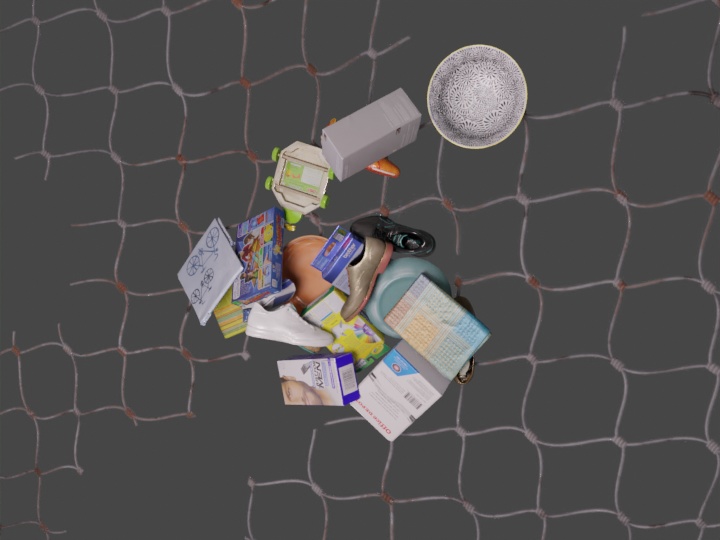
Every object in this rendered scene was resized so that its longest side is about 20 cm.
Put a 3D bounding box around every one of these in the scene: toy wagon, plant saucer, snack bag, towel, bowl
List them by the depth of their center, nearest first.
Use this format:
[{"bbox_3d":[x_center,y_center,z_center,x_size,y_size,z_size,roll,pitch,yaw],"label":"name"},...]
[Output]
[{"bbox_3d":[0.242,-0.353,1.356,0.199,0.094,0.203,3,100,14],"label":"bowl"},{"bbox_3d":[0.165,0.121,1.423,0.200,0.022,0.147,41,107,7],"label":"towel"},{"bbox_3d":[0.107,0.071,1.465,0.198,0.036,0.202,-1,112,-1],"label":"plant saucer"},{"bbox_3d":[-0.142,-0.192,1.519,0.154,0.040,0.202,19,105,12],"label":"toy wagon"},{"bbox_3d":[-0.107,0.015,1.547,0.198,0.037,0.202,3,101,16],"label":"plant saucer"},{"bbox_3d":[-0.354,0.000,1.560,0.189,0.021,0.200,-52,48,16],"label":"snack bag"},{"bbox_3d":[-0.336,0.062,1.630,0.085,0.018,0.202,-22,93,13],"label":"towel"}]

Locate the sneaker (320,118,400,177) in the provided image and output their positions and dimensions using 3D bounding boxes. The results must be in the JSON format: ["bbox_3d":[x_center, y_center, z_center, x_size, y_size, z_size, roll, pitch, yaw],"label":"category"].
[{"bbox_3d":[0.006,-0.269,1.450,0.199,0.073,0.078,32,96,5],"label":"sneaker"}]

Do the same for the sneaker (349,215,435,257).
[{"bbox_3d":[0.068,-0.080,1.457,0.198,0.079,0.076,11,93,13],"label":"sneaker"}]

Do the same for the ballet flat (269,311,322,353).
[{"bbox_3d":[-0.162,0.129,1.531,0.199,0.071,0.066,27,106,-33],"label":"ballet flat"}]

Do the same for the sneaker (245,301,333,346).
[{"bbox_3d":[-0.149,0.118,1.458,0.198,0.075,0.089,12,84,-17],"label":"sneaker"}]

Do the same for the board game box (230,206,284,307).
[{"bbox_3d":[-0.233,-0.031,1.494,0.135,0.034,0.202,-20,59,36],"label":"board game box"}]

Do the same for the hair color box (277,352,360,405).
[{"bbox_3d":[-0.100,0.253,1.529,0.199,0.064,0.110,-10,91,44],"label":"hair color box"}]

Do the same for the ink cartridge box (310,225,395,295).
[{"bbox_3d":[0.000,0.000,1.471,0.199,0.042,0.120,33,107,-19],"label":"ink cartridge box"}]

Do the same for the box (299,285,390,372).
[{"bbox_3d":[-0.032,0.138,1.521,0.117,0.048,0.200,-37,105,19],"label":"box"}]

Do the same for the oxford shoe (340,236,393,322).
[{"bbox_3d":[-0.005,0.016,1.420,0.074,0.071,0.201,23,102,-17],"label":"oxford shoe"}]

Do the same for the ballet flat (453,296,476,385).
[{"bbox_3d":[0.227,0.162,1.461,0.067,0.072,0.202,1,100,3],"label":"ballet flat"}]

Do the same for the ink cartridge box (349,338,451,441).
[{"bbox_3d":[0.087,0.268,1.490,0.146,0.084,0.200,43,124,5],"label":"ink cartridge box"}]

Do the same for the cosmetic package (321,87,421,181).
[{"bbox_3d":[0.020,-0.283,1.375,0.199,0.107,0.090,-34,76,-12],"label":"cosmetic package"}]

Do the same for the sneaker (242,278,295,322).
[{"bbox_3d":[-0.241,0.043,1.542,0.199,0.080,0.116,-32,79,50],"label":"sneaker"}]
